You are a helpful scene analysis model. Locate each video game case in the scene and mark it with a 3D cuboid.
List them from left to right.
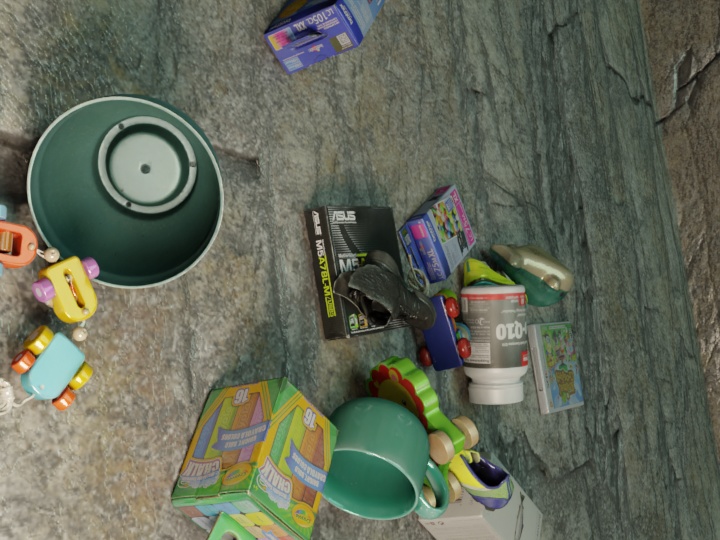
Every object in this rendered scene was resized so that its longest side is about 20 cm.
[{"bbox_3d":[0.408,0.199,2.169,0.199,0.022,0.184,2,78,-58],"label":"video game case"}]

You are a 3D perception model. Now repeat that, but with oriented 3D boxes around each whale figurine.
[{"bbox_3d":[0.323,0.009,2.028,0.199,0.104,0.159,15,22,-44],"label":"whale figurine"}]

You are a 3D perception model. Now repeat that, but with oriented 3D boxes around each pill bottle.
[{"bbox_3d":[0.235,0.127,1.819,0.114,0.113,0.202,-4,92,-58],"label":"pill bottle"}]

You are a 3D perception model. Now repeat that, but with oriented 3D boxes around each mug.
[{"bbox_3d":[0.025,0.257,1.420,0.186,0.151,0.115,57,35,-32],"label":"mug"}]

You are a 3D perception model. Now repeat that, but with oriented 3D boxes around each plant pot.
[{"bbox_3d":[-0.239,-0.098,1.114,0.134,0.199,0.201,-95,161,-70],"label":"plant pot"}]

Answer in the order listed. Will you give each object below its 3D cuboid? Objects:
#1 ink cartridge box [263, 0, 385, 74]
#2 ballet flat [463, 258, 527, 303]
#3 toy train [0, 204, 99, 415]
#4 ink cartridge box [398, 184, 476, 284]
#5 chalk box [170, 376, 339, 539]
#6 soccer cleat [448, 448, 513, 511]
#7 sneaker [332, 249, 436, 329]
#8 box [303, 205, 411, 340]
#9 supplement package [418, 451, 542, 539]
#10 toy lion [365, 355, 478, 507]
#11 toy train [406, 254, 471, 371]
[{"bbox_3d":[-0.052,-0.370,1.530,0.077,0.136,0.201,54,38,-29],"label":"ink cartridge box"},{"bbox_3d":[0.252,0.025,1.949,0.200,0.067,0.067,27,38,-49],"label":"ballet flat"},{"bbox_3d":[-0.334,0.041,1.025,0.149,0.055,0.202,5,79,-43],"label":"toy train"},{"bbox_3d":[0.138,-0.060,1.817,0.200,0.042,0.120,-44,116,-52],"label":"ink cartridge box"},{"bbox_3d":[-0.125,0.245,1.210,0.125,0.123,0.201,49,41,-37],"label":"chalk box"},{"bbox_3d":[0.145,0.283,1.568,0.065,0.199,0.084,-40,148,-36],"label":"soccer cleat"},{"bbox_3d":[0.039,0.050,1.522,0.200,0.060,0.105,50,40,-32],"label":"sneaker"},{"bbox_3d":[0.000,0.000,1.568,0.199,0.047,0.195,-3,85,-59],"label":"box"},{"bbox_3d":[0.197,0.397,1.674,0.200,0.117,0.118,51,40,-36],"label":"supplement package"},{"bbox_3d":[0.075,0.230,1.516,0.068,0.192,0.201,-25,141,-33],"label":"toy lion"},{"bbox_3d":[0.130,0.055,1.731,0.116,0.084,0.202,-36,110,-67],"label":"toy train"}]
